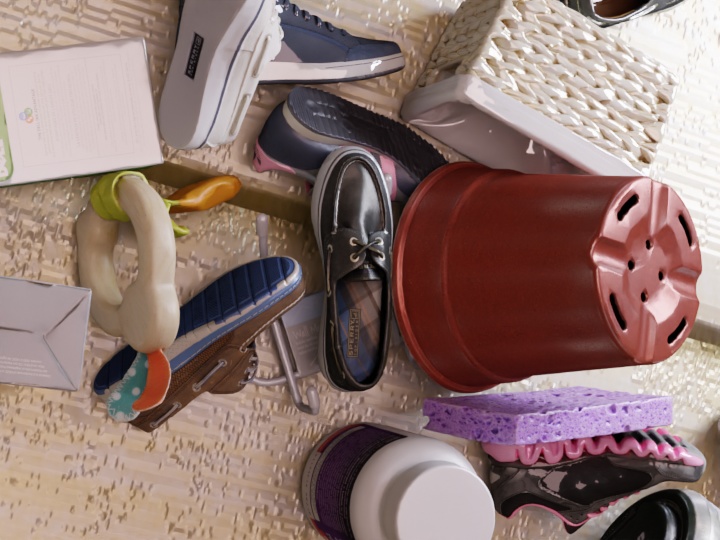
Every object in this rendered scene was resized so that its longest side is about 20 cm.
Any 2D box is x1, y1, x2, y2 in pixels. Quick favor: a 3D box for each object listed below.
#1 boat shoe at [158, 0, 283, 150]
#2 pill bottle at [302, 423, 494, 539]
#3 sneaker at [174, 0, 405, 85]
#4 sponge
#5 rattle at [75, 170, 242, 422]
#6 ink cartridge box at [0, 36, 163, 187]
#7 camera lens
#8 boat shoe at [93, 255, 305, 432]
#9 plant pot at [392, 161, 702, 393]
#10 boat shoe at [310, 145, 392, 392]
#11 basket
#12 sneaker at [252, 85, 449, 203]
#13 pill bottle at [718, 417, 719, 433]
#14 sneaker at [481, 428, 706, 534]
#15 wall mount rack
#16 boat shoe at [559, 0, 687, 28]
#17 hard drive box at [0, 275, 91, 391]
[{"bbox_3d":[-0.096,-0.185,1.299,0.069,0.071,0.201,-5,123,-44],"label":"boat shoe"},{"bbox_3d":[0.032,0.188,1.344,0.110,0.200,0.113,0,90,-19],"label":"pill bottle"},{"bbox_3d":[-0.058,-0.227,1.382,0.201,0.077,0.148,-2,94,-19],"label":"sneaker"},{"bbox_3d":[0.162,0.123,1.415,0.199,0.111,0.030,-1,93,-40],"label":"sponge"},{"bbox_3d":[-0.146,0.022,1.321,0.142,0.130,0.201,12,47,-52],"label":"rattle"},{"bbox_3d":[-0.264,-0.121,1.317,0.198,0.059,0.105,-10,93,-20],"label":"ink cartridge box"},{"bbox_3d":[0.308,0.304,1.474,0.199,0.160,0.161,37,79,-17],"label":"camera lens"},{"bbox_3d":[-0.119,0.061,1.347,0.199,0.072,0.073,-31,118,15],"label":"boat shoe"},{"bbox_3d":[0.162,0.002,1.365,0.200,0.194,0.203,3,86,-45],"label":"plant pot"},{"bbox_3d":[0.000,0.000,1.339,0.068,0.057,0.202,-1,94,-20],"label":"boat shoe"},{"bbox_3d":[0.159,-0.149,1.433,0.199,0.135,0.124,29,77,-18],"label":"basket"},{"bbox_3d":[-0.003,-0.090,1.418,0.199,0.082,0.071,24,38,-32],"label":"sneaker"},{"bbox_3d":[0.419,0.212,1.539,0.111,0.111,0.201,-26,99,-18],"label":"pill bottle"},{"bbox_3d":[0.206,0.186,1.470,0.198,0.079,0.096,1,98,4],"label":"sneaker"},{"bbox_3d":[-0.017,0.020,1.399,0.199,0.074,0.175,-19,96,-20],"label":"wall mount rack"},{"bbox_3d":[0.270,-0.270,1.507,0.199,0.068,0.072,-25,97,-19],"label":"boat shoe"},{"bbox_3d":[-0.297,0.039,1.232,0.155,0.200,0.078,9,87,-20],"label":"hard drive box"}]
